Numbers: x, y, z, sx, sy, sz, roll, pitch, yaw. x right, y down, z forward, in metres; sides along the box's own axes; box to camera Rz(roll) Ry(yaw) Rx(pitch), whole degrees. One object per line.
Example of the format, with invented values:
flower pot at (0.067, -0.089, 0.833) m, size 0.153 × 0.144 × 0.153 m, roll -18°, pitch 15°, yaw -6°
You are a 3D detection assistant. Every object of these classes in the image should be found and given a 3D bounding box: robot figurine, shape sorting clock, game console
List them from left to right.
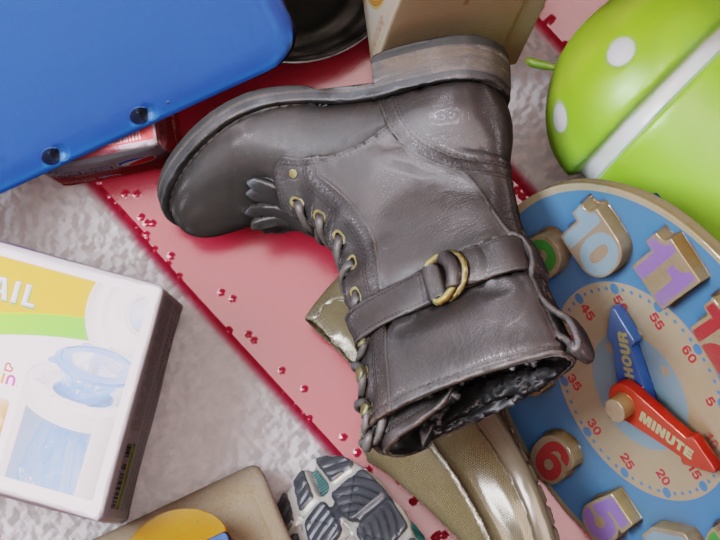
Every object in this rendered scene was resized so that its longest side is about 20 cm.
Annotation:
game console at (-0.152, -0.151, 1.359) m, size 0.199 × 0.118 × 0.171 m, roll -24°, pitch 51°, yaw 7°
shape sorting clock at (0.124, 0.054, 1.322) m, size 0.039 × 0.200 × 0.200 m, roll -27°, pitch 83°, yaw -38°
robot figurine at (0.168, -0.050, 1.360) m, size 0.200 × 0.116 × 0.175 m, roll 46°, pitch 119°, yaw 4°

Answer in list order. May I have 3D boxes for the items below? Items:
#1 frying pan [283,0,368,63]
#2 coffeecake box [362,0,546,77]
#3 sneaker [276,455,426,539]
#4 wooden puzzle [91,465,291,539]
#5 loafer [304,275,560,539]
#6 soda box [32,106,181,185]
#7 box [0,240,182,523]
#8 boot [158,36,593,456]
frying pan at (-0.009, -0.175, 1.420) m, size 0.190 × 0.031 × 0.115 m, roll -41°, pitch 87°, yaw -16°
coffeecake box at (0.035, -0.209, 1.342) m, size 0.073 × 0.154 × 0.201 m, roll -5°, pitch 74°, yaw -9°
sneaker at (0.029, 0.172, 1.365) m, size 0.077 × 0.080 × 0.200 m, roll -43°, pitch 66°, yaw 12°
wooden puzzle at (-0.105, 0.182, 1.323) m, size 0.185 × 0.046 × 0.200 m, roll -25°, pitch 44°, yaw -1°
loafer at (0.037, 0.082, 1.377) m, size 0.067 × 0.076 × 0.201 m, roll -26°, pitch 74°, yaw 0°
soda box at (-0.134, -0.145, 1.400) m, size 0.063 × 0.070 × 0.201 m, roll -10°, pitch 84°, yaw 6°
box at (-0.194, 0.037, 1.369) m, size 0.199 × 0.101 × 0.113 m, roll 14°, pitch 85°, yaw 3°
boot at (0.000, 0.000, 1.320) m, size 0.199 × 0.069 × 0.175 m, roll -21°, pitch 61°, yaw 27°
